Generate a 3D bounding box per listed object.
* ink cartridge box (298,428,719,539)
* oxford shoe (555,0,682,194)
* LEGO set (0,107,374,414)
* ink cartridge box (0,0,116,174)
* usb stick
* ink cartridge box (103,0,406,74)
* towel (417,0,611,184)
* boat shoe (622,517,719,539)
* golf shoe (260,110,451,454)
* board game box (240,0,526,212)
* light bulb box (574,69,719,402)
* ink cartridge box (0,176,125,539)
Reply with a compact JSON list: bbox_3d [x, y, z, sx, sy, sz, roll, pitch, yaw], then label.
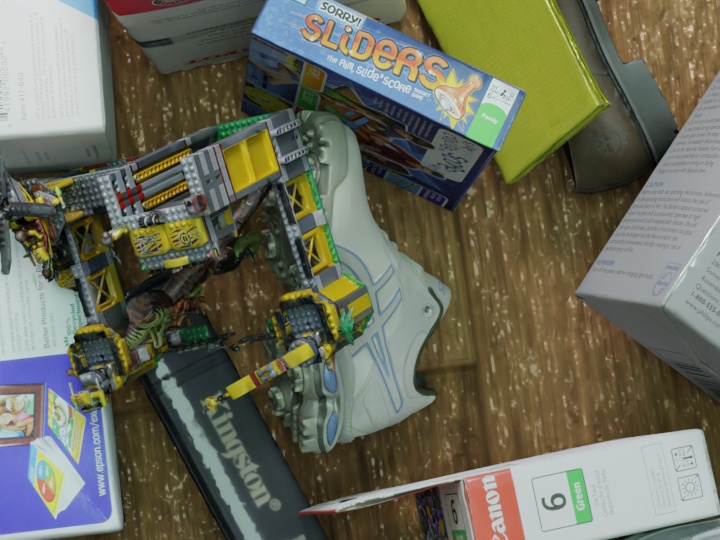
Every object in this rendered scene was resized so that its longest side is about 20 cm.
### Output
[{"bbox_3d":[0.077,0.128,1.269,0.200,0.109,0.050,-12,86,-13],"label":"ink cartridge box"},{"bbox_3d":[0.096,-0.133,1.331,0.084,0.073,0.200,-29,84,1],"label":"oxford shoe"},{"bbox_3d":[-0.104,0.002,1.195,0.200,0.116,0.154,-1,106,29],"label":"LEGO set"},{"bbox_3d":[-0.235,-0.119,1.280,0.200,0.125,0.129,-4,84,-3],"label":"ink cartridge box"},{"bbox_3d":[-0.074,0.094,1.310,0.055,0.033,0.200,-26,86,-36],"label":"usb stick"},{"bbox_3d":[-0.058,-0.174,1.253,0.145,0.200,0.084,-12,83,3],"label":"ink cartridge box"},{"bbox_3d":[0.067,-0.153,1.311,0.018,0.086,0.200,-10,68,-41],"label":"towel"},{"bbox_3d":[0.191,0.157,1.234,0.201,0.072,0.070,-18,83,1],"label":"boat shoe"},{"bbox_3d":[0.000,0.000,1.283,0.097,0.078,0.200,-11,125,-18],"label":"golf shoe"},{"bbox_3d":[0.007,-0.087,1.254,0.135,0.200,0.034,26,82,-1],"label":"board game box"},{"bbox_3d":[0.259,-0.012,1.277,0.198,0.125,0.200,37,82,-17],"label":"light bulb box"},{"bbox_3d":[-0.236,0.054,1.303,0.200,0.043,0.198,-6,84,-6],"label":"ink cartridge box"}]
